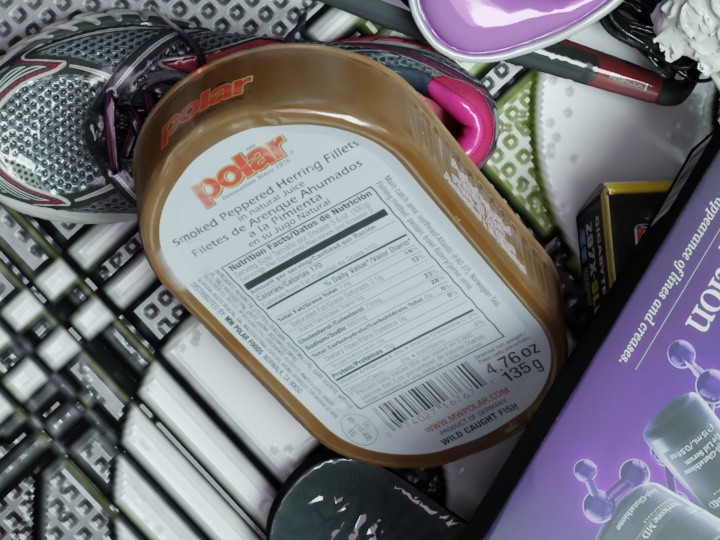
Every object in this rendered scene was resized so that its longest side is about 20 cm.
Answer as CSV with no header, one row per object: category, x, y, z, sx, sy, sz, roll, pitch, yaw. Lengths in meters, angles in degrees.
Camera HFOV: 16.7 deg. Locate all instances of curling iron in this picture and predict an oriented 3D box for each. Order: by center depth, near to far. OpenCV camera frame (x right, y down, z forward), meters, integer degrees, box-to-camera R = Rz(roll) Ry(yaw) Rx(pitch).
curling iron,0.042,-0.102,0.936,0.199,0.026,0.050,10,71,-5

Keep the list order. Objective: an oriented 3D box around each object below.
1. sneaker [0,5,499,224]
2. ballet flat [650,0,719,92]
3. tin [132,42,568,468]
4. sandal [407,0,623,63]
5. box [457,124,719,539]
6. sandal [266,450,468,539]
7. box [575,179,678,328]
sneaker,-0.048,-0.059,0.902,0.199,0.075,0.081,-5,98,-7
ballet flat,0.189,-0.058,0.907,0.200,0.072,0.072,35,91,-15
tin,0.000,0.000,0.886,0.112,0.042,0.200,-30,129,16
sandal,0.102,-0.148,0.888,0.202,0.050,0.083,-33,97,4
box,0.139,0.063,0.866,0.141,0.079,0.200,33,75,-2
sandal,0.055,0.138,0.954,0.200,0.048,0.076,25,95,-13
box,0.172,0.065,0.933,0.159,0.049,0.201,-1,77,-10
